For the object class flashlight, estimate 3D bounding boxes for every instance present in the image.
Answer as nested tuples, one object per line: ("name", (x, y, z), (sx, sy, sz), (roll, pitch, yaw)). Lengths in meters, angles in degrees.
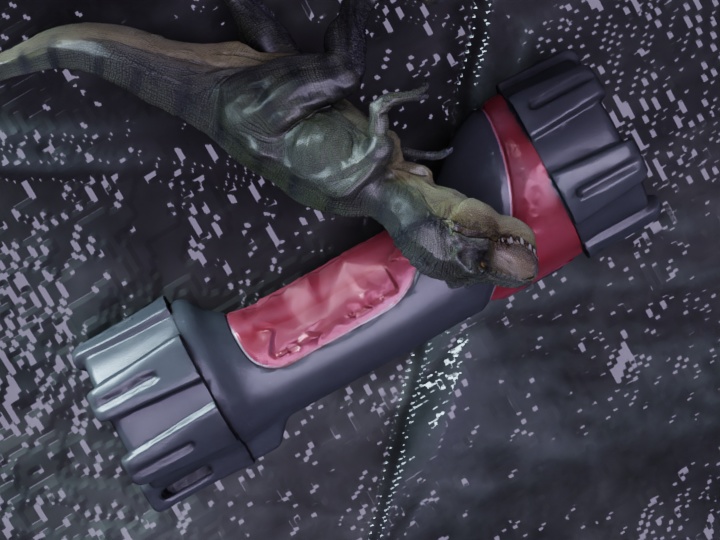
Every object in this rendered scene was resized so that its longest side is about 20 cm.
("flashlight", (0.000, 0.000, 0.809), (0.199, 0.068, 0.068), (-27, 145, 1))

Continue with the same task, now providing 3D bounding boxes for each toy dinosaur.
("toy dinosaur", (-0.023, -0.065, 0.775), (0.199, 0.047, 0.088), (24, 78, 17))
